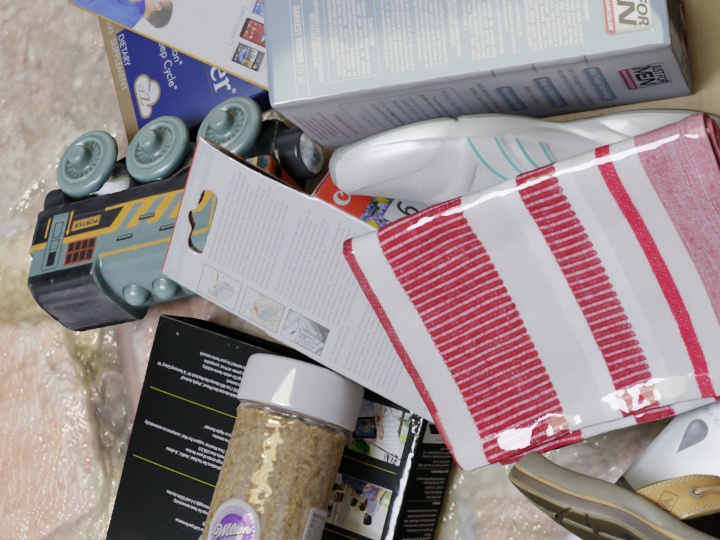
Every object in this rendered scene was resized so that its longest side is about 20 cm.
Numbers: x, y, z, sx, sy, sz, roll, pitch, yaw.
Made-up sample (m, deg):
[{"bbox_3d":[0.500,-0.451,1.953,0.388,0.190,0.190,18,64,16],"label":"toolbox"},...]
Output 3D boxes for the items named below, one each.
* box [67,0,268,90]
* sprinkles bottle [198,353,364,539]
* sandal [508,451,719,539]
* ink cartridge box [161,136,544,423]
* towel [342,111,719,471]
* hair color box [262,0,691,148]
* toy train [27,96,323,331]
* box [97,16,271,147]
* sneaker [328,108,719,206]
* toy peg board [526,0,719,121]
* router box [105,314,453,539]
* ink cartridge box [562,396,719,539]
[{"bbox_3d":[-0.079,-0.184,1.215,0.199,0.041,0.120,25,95,33],"label":"box"},{"bbox_3d":[-0.055,0.149,1.093,0.068,0.068,0.201,10,79,32],"label":"sprinkles bottle"},{"bbox_3d":[0.161,0.122,0.954,0.199,0.080,0.054,24,73,36],"label":"sandal"},{"bbox_3d":[0.000,0.000,1.061,0.199,0.050,0.109,28,134,6],"label":"ink cartridge box"},{"bbox_3d":[0.105,0.017,0.976,0.199,0.023,0.145,-19,111,26],"label":"towel"},{"bbox_3d":[0.061,-0.113,1.008,0.198,0.099,0.061,-7,79,14],"label":"hair color box"},{"bbox_3d":[-0.113,-0.030,1.210,0.199,0.085,0.115,-11,55,28],"label":"toy train"},{"bbox_3d":[-0.073,-0.159,1.250,0.199,0.032,0.122,-24,71,25],"label":"box"},{"bbox_3d":[0.083,-0.039,0.997,0.199,0.070,0.081,0,93,3],"label":"sneaker"},{"bbox_3d":[0.151,-0.122,1.087,0.198,0.098,0.202,-8,80,14],"label":"toy peg board"},{"bbox_3d":[-0.049,0.122,1.183,0.199,0.051,0.150,17,94,32],"label":"router box"},{"bbox_3d":[0.197,0.149,1.012,0.200,0.084,0.145,-50,63,15],"label":"ink cartridge box"}]
